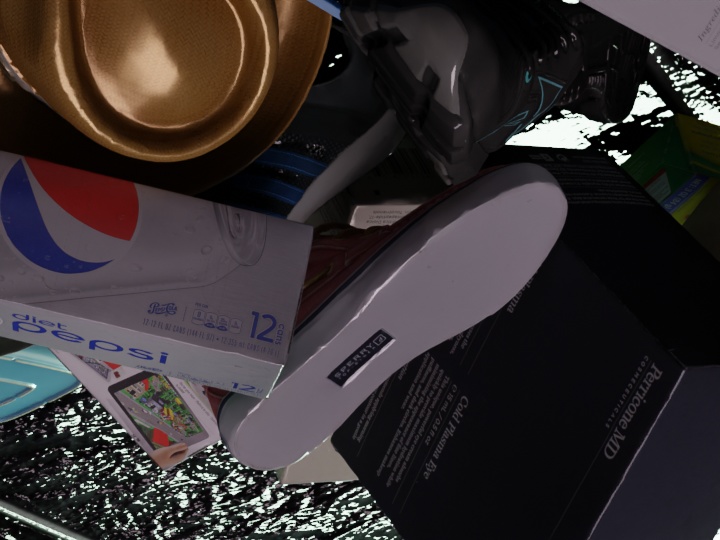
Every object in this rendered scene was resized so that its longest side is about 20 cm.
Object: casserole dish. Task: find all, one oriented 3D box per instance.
[{"bbox_3d":[-0.233,0.051,1.014,0.120,0.039,0.199,-26,156,26],"label":"casserole dish"}]

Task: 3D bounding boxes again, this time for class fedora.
[{"bbox_3d":[-0.092,-0.108,0.720,0.199,0.082,0.203,-8,115,-18],"label":"fedora"}]

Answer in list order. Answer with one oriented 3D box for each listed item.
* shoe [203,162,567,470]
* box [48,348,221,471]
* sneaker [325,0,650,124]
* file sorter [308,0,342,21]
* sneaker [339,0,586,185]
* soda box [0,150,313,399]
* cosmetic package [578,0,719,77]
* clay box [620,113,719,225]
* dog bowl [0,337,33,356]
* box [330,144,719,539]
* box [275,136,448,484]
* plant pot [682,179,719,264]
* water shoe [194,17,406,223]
[{"bbox_3d":[0.000,0.000,0.847,0.200,0.091,0.071,-40,137,8],"label":"shoe"},{"bbox_3d":[-0.123,0.007,0.922,0.110,0.035,0.200,-29,113,26],"label":"box"},{"bbox_3d":[0.068,-0.113,0.856,0.103,0.061,0.199,17,-171,22],"label":"sneaker"},{"bbox_3d":[0.025,-0.203,0.643,0.199,0.124,0.138,-32,143,30],"label":"file sorter"},{"bbox_3d":[0.043,-0.087,0.685,0.079,0.076,0.200,-36,177,3],"label":"sneaker"},{"bbox_3d":[-0.123,-0.004,0.744,0.198,0.064,0.068,14,163,-5],"label":"soda box"},{"bbox_3d":[0.124,-0.145,0.770,0.199,0.101,0.072,18,108,-40],"label":"cosmetic package"},{"bbox_3d":[0.232,-0.024,1.062,0.198,0.048,0.115,12,141,-31],"label":"clay box"},{"bbox_3d":[-0.192,-0.056,0.809,0.198,0.059,0.202,-6,123,-10],"label":"dog bowl"},{"bbox_3d":[0.100,0.069,0.902,0.103,0.182,0.201,1,127,-38],"label":"box"},{"bbox_3d":[0.001,0.023,0.986,0.081,0.069,0.201,-1,128,-23],"label":"box"},{"bbox_3d":[0.243,0.006,0.933,0.185,0.188,0.201,3,127,-21],"label":"plant pot"},{"bbox_3d":[-0.059,-0.050,0.835,0.071,0.200,0.079,10,136,47],"label":"water shoe"}]
